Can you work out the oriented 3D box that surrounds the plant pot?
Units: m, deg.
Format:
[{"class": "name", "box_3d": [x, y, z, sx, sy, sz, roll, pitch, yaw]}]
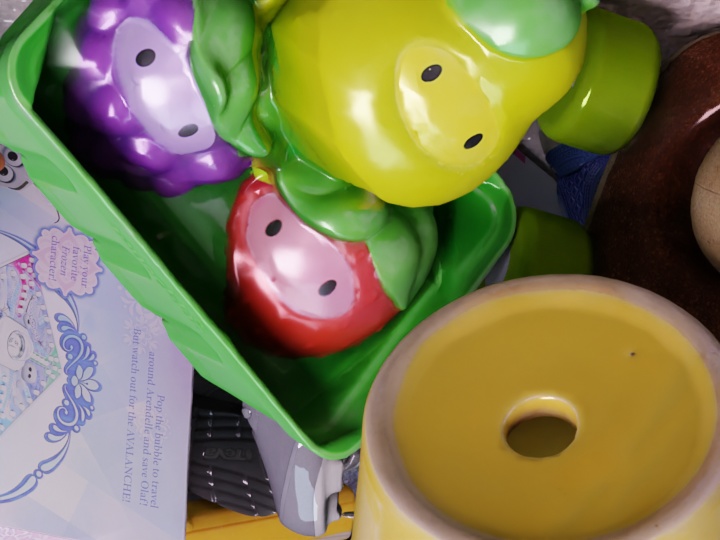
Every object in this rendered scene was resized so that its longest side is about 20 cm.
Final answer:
[{"class": "plant pot", "box_3d": [0.074, 0.110, 0.844, 0.199, 0.202, 0.190, -1, 137, 10]}]

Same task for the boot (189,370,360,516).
[{"class": "boot", "box_3d": [-0.084, 0.075, 1.253, 0.199, 0.068, 0.130, 22, -166, 22]}]

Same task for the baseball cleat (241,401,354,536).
[{"class": "baseball cleat", "box_3d": [-0.054, 0.013, 0.985, 0.106, 0.202, 0.070, -2, -177, 1]}]

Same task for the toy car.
[{"class": "toy car", "box_3d": [0.159, -0.004, 0.863, 0.163, 0.159, 0.200, 16, -173, -18]}]

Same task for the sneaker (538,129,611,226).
[{"class": "sneaker", "box_3d": [0.156, -0.006, 1.026, 0.199, 0.090, 0.078, 17, 153, -36]}]

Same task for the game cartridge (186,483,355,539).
[{"class": "game cartridge", "box_3d": [-0.131, 0.113, 1.238, 0.199, 0.033, 0.176, -2, -165, -45]}]

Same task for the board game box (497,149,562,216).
[{"class": "board game box", "box_3d": [0.000, 0.000, 1.092, 0.199, 0.065, 0.147, -12, 152, 29]}]

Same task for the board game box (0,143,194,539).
[{"class": "board game box", "box_3d": [-0.165, 0.016, 0.975, 0.198, 0.201, 0.043, 14, 150, -24]}]

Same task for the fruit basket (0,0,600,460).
[{"class": "fruit basket", "box_3d": [-0.015, -0.050, 0.828, 0.215, 0.156, 0.216, 30, 154, 16]}]

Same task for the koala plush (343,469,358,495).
[{"class": "koala plush", "box_3d": [0.061, 0.177, 1.317, 0.177, 0.201, 0.183, 20, 151, -36]}]
